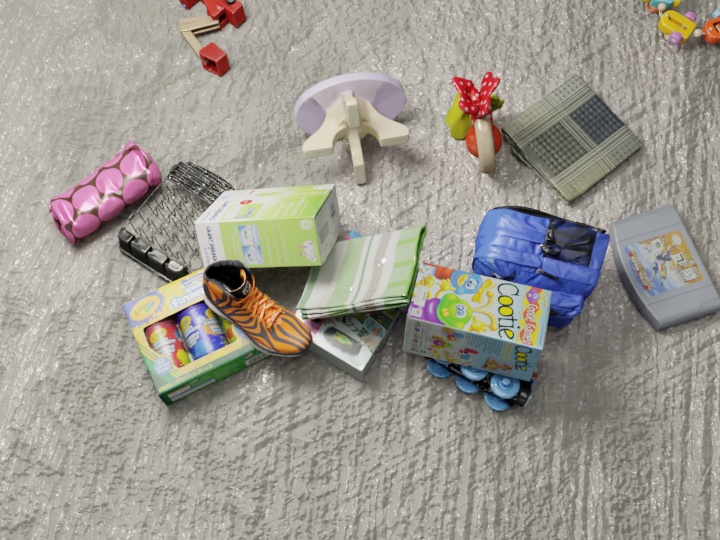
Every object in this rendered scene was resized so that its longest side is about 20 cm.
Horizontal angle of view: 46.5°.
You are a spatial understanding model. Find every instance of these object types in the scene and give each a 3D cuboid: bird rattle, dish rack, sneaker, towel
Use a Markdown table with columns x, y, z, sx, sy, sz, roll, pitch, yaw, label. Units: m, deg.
| x | y | z | sx | sy | sz | roll | pitch | yaw | label |
| --- | --- | --- | --- | --- | --- | --- | --- | --- | --- |
| 0.214 | -0.249 | 1.433 | 0.111 | 0.200 | 0.165 | -11 | 93 | 0 | bird rattle |
| -0.309 | -0.088 | 1.446 | 0.152 | 0.055 | 0.201 | 31 | 70 | 11 | dish rack |
| -0.162 | 0.056 | 1.274 | 0.199 | 0.112 | 0.078 | 28 | 65 | 8 | sneaker |
| 0.000 | 0.000 | 1.294 | 0.198 | 0.031 | 0.150 | -11 | 49 | 32 | towel |
| 0.377 | -0.236 | 1.507 | 0.199 | 0.035 | 0.193 | -35 | 74 | -14 | towel |

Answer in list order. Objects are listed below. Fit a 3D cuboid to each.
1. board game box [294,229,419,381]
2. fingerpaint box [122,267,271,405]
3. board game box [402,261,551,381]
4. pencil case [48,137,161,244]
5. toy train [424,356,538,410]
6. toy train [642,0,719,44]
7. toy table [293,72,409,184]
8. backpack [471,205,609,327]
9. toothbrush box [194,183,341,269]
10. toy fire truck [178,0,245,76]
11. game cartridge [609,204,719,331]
| x | y | z | sx | sy | sz | roll | pitch | yaw | label |
| --- | --- | --- | --- | --- | --- | --- | --- | --- | --- |
| -0.007 | 0.055 | 1.374 | 0.147 | 0.064 | 0.201 | 29 | 70 | 12 | board game box |
| -0.259 | 0.095 | 1.357 | 0.198 | 0.074 | 0.168 | -24 | 69 | -9 | fingerpaint box |
| 0.173 | 0.076 | 1.254 | 0.198 | 0.105 | 0.104 | 13 | 57 | 7 | board game box |
| -0.445 | -0.138 | 1.451 | 0.199 | 0.091 | 0.094 | -39 | 102 | -14 | pencil case |
| 0.192 | 0.135 | 1.328 | 0.199 | 0.087 | 0.115 | 28 | 65 | 12 | toy train |
| 0.622 | -0.491 | 1.592 | 0.149 | 0.056 | 0.201 | -24 | 72 | -10 | toy train |
| -0.011 | -0.255 | 1.450 | 0.198 | 0.184 | 0.118 | -17 | 51 | 7 | toy table |
| 0.276 | -0.010 | 1.342 | 0.198 | 0.163 | 0.169 | 19 | 72 | 8 | backpack |
| -0.144 | -0.071 | 1.345 | 0.197 | 0.087 | 0.146 | -3 | 25 | 15 | toothbrush box |
| -0.298 | -0.479 | 1.606 | 0.199 | 0.049 | 0.141 | 38 | 74 | 15 | toy fire truck |
| 0.502 | -0.005 | 1.404 | 0.132 | 0.042 | 0.202 | -15 | 68 | -9 | game cartridge |
